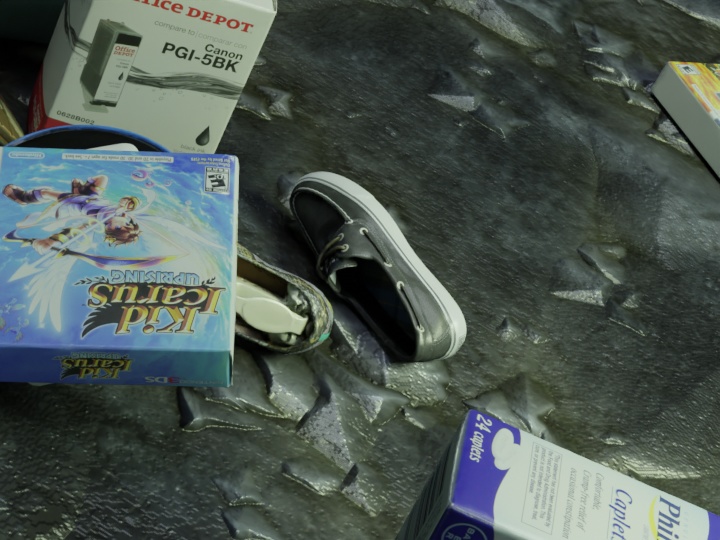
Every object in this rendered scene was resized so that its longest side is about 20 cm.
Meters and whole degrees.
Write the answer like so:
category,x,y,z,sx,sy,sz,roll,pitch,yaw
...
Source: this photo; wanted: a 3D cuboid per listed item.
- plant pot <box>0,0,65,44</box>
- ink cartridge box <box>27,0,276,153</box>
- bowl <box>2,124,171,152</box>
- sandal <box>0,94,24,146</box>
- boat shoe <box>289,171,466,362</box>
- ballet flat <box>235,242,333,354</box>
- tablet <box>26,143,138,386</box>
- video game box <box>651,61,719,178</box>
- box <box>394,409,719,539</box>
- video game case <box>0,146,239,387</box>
category,x,y,z,sx,sy,sz,roll,pitch,yaw
plant pot,-0.298,-0.275,1.831,0.195,0.201,0.201,11,37,-36
ink cartridge box,-0.168,-0.170,1.757,0.146,0.200,0.083,13,38,-18
bowl,-0.206,-0.028,1.631,0.199,0.039,0.201,2,50,-2
sandal,-0.346,-0.150,1.726,0.200,0.054,0.080,35,18,-29
boat shoe,0.000,0.000,1.776,0.066,0.070,0.200,-18,62,-47
ballet flat,-0.111,0.007,1.676,0.199,0.072,0.072,24,35,-6
tablet,-0.199,-0.008,1.580,0.129,0.014,0.201,-13,52,-14
video game box,0.418,-0.132,2.235,0.181,0.047,0.200,1,43,-37
box,0.118,0.223,1.460,0.199,0.184,0.105,23,34,-5
video game case,-0.186,-0.005,1.541,0.199,0.046,0.182,1,51,-3
